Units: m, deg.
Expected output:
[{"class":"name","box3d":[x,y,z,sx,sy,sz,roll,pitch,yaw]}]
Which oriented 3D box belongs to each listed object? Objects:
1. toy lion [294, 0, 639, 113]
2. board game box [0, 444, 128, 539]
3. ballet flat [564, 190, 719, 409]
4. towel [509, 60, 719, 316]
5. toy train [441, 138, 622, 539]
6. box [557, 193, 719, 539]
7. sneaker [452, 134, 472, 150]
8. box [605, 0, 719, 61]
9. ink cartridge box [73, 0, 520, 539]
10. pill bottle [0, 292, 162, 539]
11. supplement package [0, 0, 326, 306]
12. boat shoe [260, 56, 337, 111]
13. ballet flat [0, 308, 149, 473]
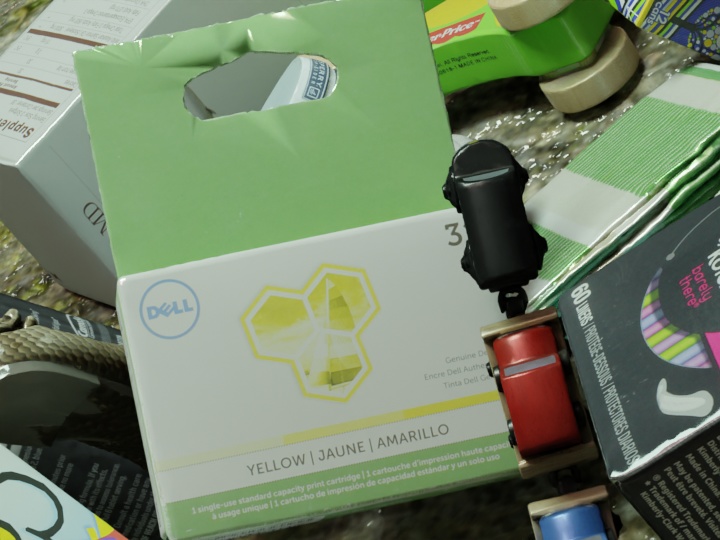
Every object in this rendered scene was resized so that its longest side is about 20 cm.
[{"class":"toy lion","box3d":[0.081,-0.144,1.411,0.200,0.069,0.192,-18,29,36]},{"class":"board game box","box3d":[-0.191,0.111,1.130,0.105,0.200,0.103,-56,6,-31]},{"class":"ballet flat","box3d":[0.139,0.007,1.109,0.200,0.072,0.072,-47,23,29]},{"class":"towel","box3d":[0.090,-0.013,1.217,0.200,0.023,0.153,-43,12,-2]},{"class":"toy train","box3d":[0.066,0.047,1.052,0.034,0.200,0.046,-14,-9,1]},{"class":"box","box3d":[0.184,0.021,1.002,0.200,0.106,0.122,-33,29,12]},{"class":"sneaker","box3d":[0.000,0.000,1.196,0.075,0.082,0.200,-35,16,44]},{"class":"box","box3d":[0.180,-0.191,1.258,0.200,0.070,0.064,-64,25,13]},{"class":"ink cartridge box","box3d":[-0.023,-0.006,1.112,0.145,0.200,0.048,-11,-7,-6]},{"class":"pill bottle","box3d":[-0.175,0.058,1.257,0.106,0.200,0.106,-53,27,42]},{"class":"supplement package","box3d":[-0.100,-0.092,1.485,0.200,0.117,0.117,-49,30,-15]},{"class":"boat shoe","box3d":[-0.033,-0.004,1.344,0.200,0.091,0.071,-54,16,37]},{"class":"ballet flat","box3d":[-0.088,0.055,1.191,0.067,0.200,0.046,-47,50,24]}]
